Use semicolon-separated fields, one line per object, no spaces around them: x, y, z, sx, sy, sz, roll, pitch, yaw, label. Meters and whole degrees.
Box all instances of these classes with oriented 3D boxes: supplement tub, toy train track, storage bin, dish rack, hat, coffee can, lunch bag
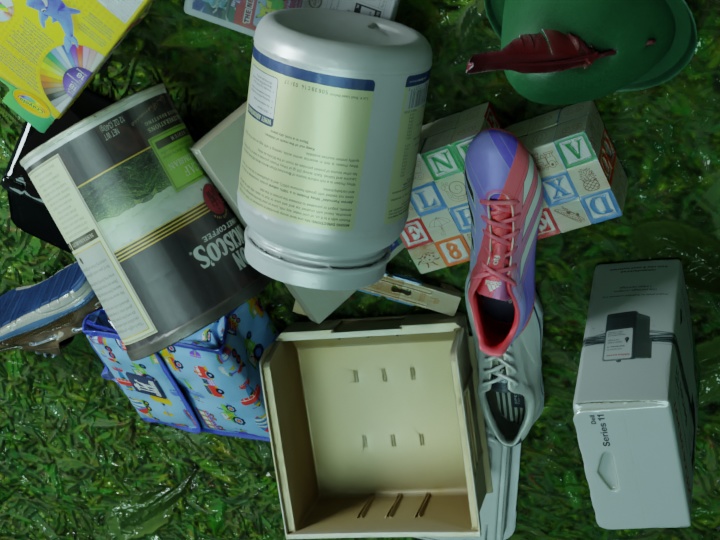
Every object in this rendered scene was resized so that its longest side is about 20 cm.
-0.025;-0.100;1.076;0.144;0.145;0.202;12;112;9;supplement tub
0.000;0.000;1.274;0.198;0.033;0.115;16;122;-2;toy train track
0.019;0.152;1.302;0.198;0.094;0.201;-4;104;17;storage bin
0.081;0.222;1.403;0.170;0.044;0.201;9;127;13;dish rack
0.144;-0.135;0.994;0.199;0.177;0.165;30;151;-17;hat
-0.189;-0.042;1.171;0.146;0.146;0.201;-25;98;31;coffee can
-0.183;0.095;1.357;0.198;0.095;0.151;-3;137;26;lunch bag

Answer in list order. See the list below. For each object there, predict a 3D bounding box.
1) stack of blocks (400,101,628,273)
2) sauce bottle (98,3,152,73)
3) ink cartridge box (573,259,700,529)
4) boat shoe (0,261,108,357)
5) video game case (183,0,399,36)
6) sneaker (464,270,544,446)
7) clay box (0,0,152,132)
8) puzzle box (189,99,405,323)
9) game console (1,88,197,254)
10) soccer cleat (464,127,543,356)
0.119;-0.082;1.152;0.199;0.059;0.116;-16;119;28;stack of blocks
-0.201;-0.253;1.127;0.064;0.065;0.200;31;131;-7;sauce bottle
0.247;0.107;1.161;0.082;0.201;0.148;-4;125;20;ink cartridge box
-0.336;0.058;1.397;0.199;0.073;0.072;-20;126;34;boat shoe
-0.046;-0.273;1.088;0.181;0.023;0.201;20;130;3;video game case
0.141;0.082;1.259;0.072;0.071;0.201;-4;124;21;sneaker
-0.255;-0.216;1.101;0.115;0.048;0.200;40;128;-12;clay box
-0.046;-0.069;1.180;0.201;0.133;0.025;57;162;-24;puzzle box
-0.239;-0.075;1.301;0.199;0.116;0.177;24;99;-2;game console
0.117;-0.021;1.109;0.066;0.077;0.201;5;127;14;soccer cleat
